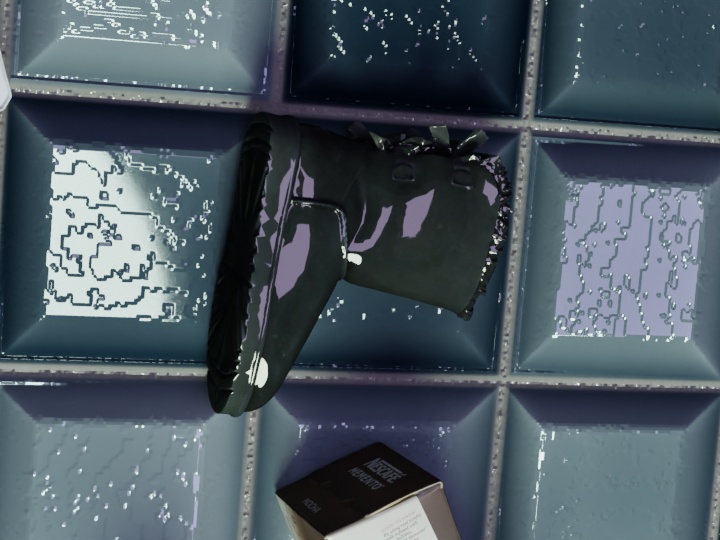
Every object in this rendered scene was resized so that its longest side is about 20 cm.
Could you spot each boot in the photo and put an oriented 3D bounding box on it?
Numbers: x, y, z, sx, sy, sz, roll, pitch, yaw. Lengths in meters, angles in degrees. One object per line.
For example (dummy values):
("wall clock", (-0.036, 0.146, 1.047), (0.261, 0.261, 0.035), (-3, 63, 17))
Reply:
("boot", (0.000, 0.000, 1.098), (0.162, 0.073, 0.198), (9, 94, -22))

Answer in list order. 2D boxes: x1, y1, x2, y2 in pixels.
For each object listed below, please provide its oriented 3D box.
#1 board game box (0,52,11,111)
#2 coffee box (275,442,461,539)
("board game box", (-0.315, -0.164, 0.993), (0.200, 0.026, 0.200), (-16, 102, -15))
("coffee box", (0.029, 0.220, 1.112), (0.080, 0.113, 0.200), (-23, 104, -14))
